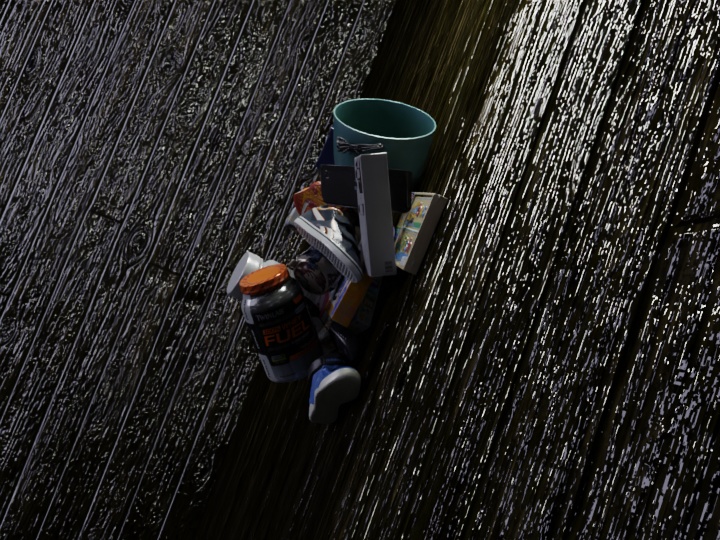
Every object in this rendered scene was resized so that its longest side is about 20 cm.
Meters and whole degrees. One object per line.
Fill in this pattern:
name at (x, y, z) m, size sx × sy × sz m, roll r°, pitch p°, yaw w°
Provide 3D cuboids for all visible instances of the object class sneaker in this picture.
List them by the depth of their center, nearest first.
sneaker at (-0.049, 0.187, 1.293) m, size 0.201 × 0.075 × 0.113 m, roll 114°, pitch 160°, yaw -55°
sneaker at (-0.041, -0.059, 1.309) m, size 0.079 × 0.200 × 0.079 m, roll -38°, pitch -40°, yaw -11°
sneaker at (-0.068, -0.152, 1.455) m, size 0.199 × 0.076 × 0.074 m, roll 11°, pitch 123°, yaw 60°

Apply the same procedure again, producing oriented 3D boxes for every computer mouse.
computer mouse at (-0.056, 0.104, 1.384) m, size 0.034 × 0.200 × 0.059 m, roll -30°, pitch -41°, yaw -20°

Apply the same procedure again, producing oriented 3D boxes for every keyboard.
keyboard at (0.007, -0.175, 1.310) m, size 0.020 × 0.197 × 0.129 m, roll -24°, pitch -62°, yaw -51°

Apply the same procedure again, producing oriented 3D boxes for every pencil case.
pencil case at (-0.055, -0.047, 1.419) m, size 0.077 × 0.090 × 0.201 m, roll -25°, pitch 23°, yaw 47°

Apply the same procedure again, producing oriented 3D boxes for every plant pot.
plant pot at (0.038, -0.221, 1.416) m, size 0.202 × 0.197 × 0.163 m, roll -84°, pitch 1°, yaw -58°

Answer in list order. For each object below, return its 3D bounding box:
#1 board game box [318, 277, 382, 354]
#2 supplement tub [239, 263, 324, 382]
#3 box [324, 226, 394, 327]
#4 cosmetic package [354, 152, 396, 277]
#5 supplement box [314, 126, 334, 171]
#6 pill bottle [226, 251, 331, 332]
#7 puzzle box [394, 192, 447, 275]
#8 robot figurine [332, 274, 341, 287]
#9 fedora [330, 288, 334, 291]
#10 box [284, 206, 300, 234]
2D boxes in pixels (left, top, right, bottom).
board game box at (-0.030, 0.081, 1.457) m, size 0.200 × 0.034 × 0.136 m, roll -37°, pitch 32°, yaw 51°
supplement tub at (-0.152, 0.099, 1.380) m, size 0.123 × 0.121 × 0.203 m, roll -97°, pitch -11°, yaw -72°
box at (0.000, 0.000, 1.356) m, size 0.202 × 0.041 × 0.119 m, roll -64°, pitch 11°, yaw 1°
cosmetic package at (0.024, -0.095, 1.238) m, size 0.083 × 0.050 × 0.204 m, roll -135°, pitch 40°, yaw -83°
supplement box at (0.012, -0.267, 1.622) m, size 0.199 × 0.109 × 0.110 m, roll -29°, pitch -23°, yaw -46°
pill bottle at (-0.166, 0.050, 1.492) m, size 0.114 × 0.198 × 0.114 m, roll -49°, pitch 22°, yaw 29°
puzzle box at (0.091, -0.069, 1.247) m, size 0.200 × 0.025 × 0.135 m, roll -142°, pitch 74°, yaw -81°
robot figurine at (-0.034, -0.046, 1.565) m, size 0.112 × 0.170 × 0.201 m, roll 32°, pitch 82°, yaw 41°
fedora at (-0.125, 0.093, 1.722) m, size 0.201 × 0.081 × 0.203 m, roll -52°, pitch -27°, yaw -41°
box at (-0.078, -0.084, 1.719) m, size 0.049 × 0.198 × 0.158 m, roll -64°, pitch 10°, yaw -3°
